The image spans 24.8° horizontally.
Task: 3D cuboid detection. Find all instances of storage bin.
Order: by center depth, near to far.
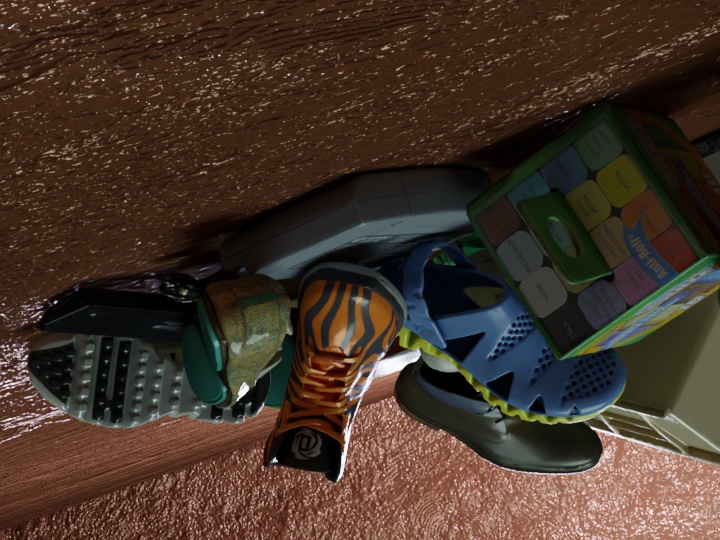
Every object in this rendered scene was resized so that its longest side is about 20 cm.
[{"bbox_3d":[0.274,0.049,1.459,0.094,0.201,0.198,34,168,-31],"label":"storage bin"}]

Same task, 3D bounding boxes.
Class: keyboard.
[{"bbox_3d":[-0.119,0.027,1.167,0.199,0.021,0.127,6,161,-44],"label":"keyboard"}]

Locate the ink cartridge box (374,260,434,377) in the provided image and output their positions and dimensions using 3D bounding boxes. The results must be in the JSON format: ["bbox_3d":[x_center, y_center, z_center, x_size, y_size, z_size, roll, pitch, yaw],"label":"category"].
[{"bbox_3d":[0.057,0.034,1.483,0.199,0.084,0.175,-22,172,26],"label":"ink cartridge box"}]

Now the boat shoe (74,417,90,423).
[{"bbox_3d":[-0.196,0.081,1.345,0.065,0.072,0.200,-31,167,12],"label":"boat shoe"}]

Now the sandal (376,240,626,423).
[{"bbox_3d":[0.094,0.040,1.148,0.199,0.080,0.087,24,150,7],"label":"sandal"}]

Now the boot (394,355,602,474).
[{"bbox_3d":[0.126,0.128,1.463,0.199,0.075,0.097,19,163,4],"label":"boot"}]

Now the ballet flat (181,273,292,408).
[{"bbox_3d":[-0.080,0.048,1.108,0.070,0.071,0.200,-15,167,-13],"label":"ballet flat"}]

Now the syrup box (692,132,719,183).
[{"bbox_3d":[0.299,-0.067,1.333,0.200,0.079,0.081,-24,171,41],"label":"syrup box"}]

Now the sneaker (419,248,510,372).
[{"bbox_3d":[0.124,0.021,1.250,0.200,0.076,0.081,-36,-157,21],"label":"sneaker"}]

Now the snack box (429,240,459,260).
[{"bbox_3d":[0.000,0.000,1.341,0.072,0.024,0.200,-9,169,-30],"label":"snack box"}]

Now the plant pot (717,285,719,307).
[{"bbox_3d":[0.315,-0.029,0.996,0.187,0.187,0.200,-7,142,-52],"label":"plant pot"}]

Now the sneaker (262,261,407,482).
[{"bbox_3d":[-0.019,0.082,1.133,0.077,0.112,0.200,14,149,4],"label":"sneaker"}]

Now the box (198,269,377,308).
[{"bbox_3d":[-0.054,0.023,1.280,0.163,0.021,0.200,-21,163,37],"label":"box"}]

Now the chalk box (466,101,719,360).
[{"bbox_3d":[0.164,-0.026,1.082,0.124,0.125,0.200,-37,166,22],"label":"chalk box"}]

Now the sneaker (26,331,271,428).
[{"bbox_3d":[-0.170,0.078,1.264,0.199,0.075,0.081,10,-172,-36],"label":"sneaker"}]

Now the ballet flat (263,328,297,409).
[{"bbox_3d":[-0.026,0.061,1.284,0.067,0.067,0.200,-19,172,-35],"label":"ballet flat"}]

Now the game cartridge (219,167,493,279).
[{"bbox_3d":[0.012,-0.032,1.119,0.133,0.041,0.200,-18,173,30],"label":"game cartridge"}]

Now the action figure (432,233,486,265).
[{"bbox_3d":[0.151,-0.023,1.328,0.199,0.055,0.118,-4,145,19],"label":"action figure"}]
